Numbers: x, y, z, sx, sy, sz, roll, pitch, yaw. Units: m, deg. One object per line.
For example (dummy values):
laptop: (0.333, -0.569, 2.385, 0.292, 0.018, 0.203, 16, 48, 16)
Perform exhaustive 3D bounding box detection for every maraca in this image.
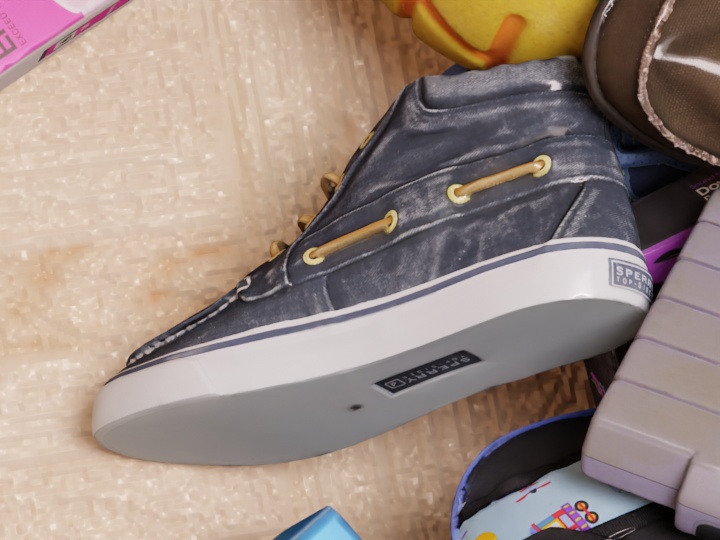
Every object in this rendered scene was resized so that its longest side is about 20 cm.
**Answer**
maraca: (0.039, -0.133, 0.990, 0.107, 0.137, 0.200, -45, 51, 3)

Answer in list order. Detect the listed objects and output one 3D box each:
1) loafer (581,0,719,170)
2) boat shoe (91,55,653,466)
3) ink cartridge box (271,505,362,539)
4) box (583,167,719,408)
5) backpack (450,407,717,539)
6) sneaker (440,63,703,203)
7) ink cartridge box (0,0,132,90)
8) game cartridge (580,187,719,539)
loafer: (0.163, -0.051, 0.925, 0.200, 0.071, 0.073, 15, 99, -25)
boat shoe: (0.000, 0.000, 0.965, 0.071, 0.200, 0.091, 34, 44, -54)
ink cartridge box: (-0.044, 0.196, 0.935, 0.200, 0.084, 0.146, -40, 91, -20)
box: (0.171, 0.011, 1.017, 0.200, 0.036, 0.143, -26, 123, -14)
backpack: (0.126, 0.120, 0.919, 0.200, 0.135, 0.183, -11, 45, -23)
sneaker: (0.118, -0.056, 1.034, 0.200, 0.082, 0.074, 3, 51, -19)
ink cartridge box: (-0.115, -0.126, 1.014, 0.200, 0.037, 0.095, -37, 90, -19)
game cartridge: (0.177, 0.052, 0.881, 0.200, 0.038, 0.130, 20, 46, 13)
